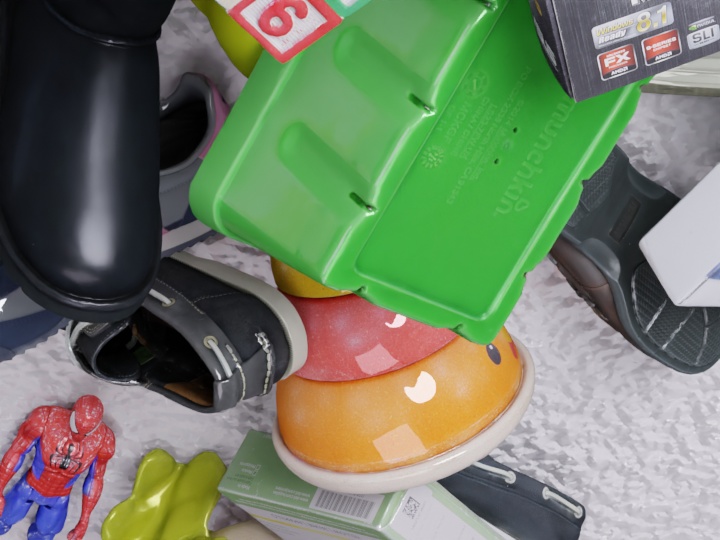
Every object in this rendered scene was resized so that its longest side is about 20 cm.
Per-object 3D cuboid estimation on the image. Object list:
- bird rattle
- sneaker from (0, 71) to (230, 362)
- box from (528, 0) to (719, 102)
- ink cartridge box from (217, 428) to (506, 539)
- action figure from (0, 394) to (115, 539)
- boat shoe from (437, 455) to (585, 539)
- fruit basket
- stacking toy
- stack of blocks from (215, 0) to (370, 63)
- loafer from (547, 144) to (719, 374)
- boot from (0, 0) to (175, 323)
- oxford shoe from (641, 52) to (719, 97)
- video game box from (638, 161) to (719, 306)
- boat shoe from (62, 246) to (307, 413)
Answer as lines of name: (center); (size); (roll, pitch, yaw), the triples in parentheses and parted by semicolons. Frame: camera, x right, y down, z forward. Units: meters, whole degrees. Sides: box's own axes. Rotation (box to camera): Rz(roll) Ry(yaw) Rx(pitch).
bird rattle: (-0.088, 0.208, 1.043); (0.162, 0.113, 0.201); (-8, 139, -14)
sneaker: (-0.141, -0.029, 0.774); (0.070, 0.200, 0.082); (34, 145, 31)
box: (0.141, -0.160, 0.531); (0.199, 0.048, 0.159); (-20, 131, 0)
ink cartridge box: (0.032, 0.166, 0.953); (0.145, 0.048, 0.200); (4, 149, 48)
action figure: (-0.199, 0.142, 1.014); (0.065, 0.052, 0.200); (21, 129, -14)
boat shoe: (0.052, 0.124, 0.982); (0.200, 0.061, 0.075); (36, 159, -25)
fruit basket: (0.011, -0.096, 0.692); (0.155, 0.216, 0.216); (21, 132, -34)
stacking toy: (0.000, 0.000, 0.833); (0.145, 0.146, 0.201); (-12, 118, 12)
stack of blocks: (-0.039, -0.184, 0.586); (0.058, 0.201, 0.115); (-31, 125, 28)
loafer: (0.128, -0.021, 0.850); (0.072, 0.063, 0.200); (-52, 126, -10)
boot: (-0.102, -0.102, 0.657); (0.076, 0.201, 0.168); (4, 149, -23)
oxford shoe: (0.121, -0.113, 0.756); (0.199, 0.075, 0.058); (4, 93, 8)
video game box: (0.257, -0.055, 0.764); (0.182, 0.047, 0.200); (-1, 143, -41)
boat shoe: (-0.124, 0.021, 0.831); (0.199, 0.068, 0.072); (18, 134, 33)
